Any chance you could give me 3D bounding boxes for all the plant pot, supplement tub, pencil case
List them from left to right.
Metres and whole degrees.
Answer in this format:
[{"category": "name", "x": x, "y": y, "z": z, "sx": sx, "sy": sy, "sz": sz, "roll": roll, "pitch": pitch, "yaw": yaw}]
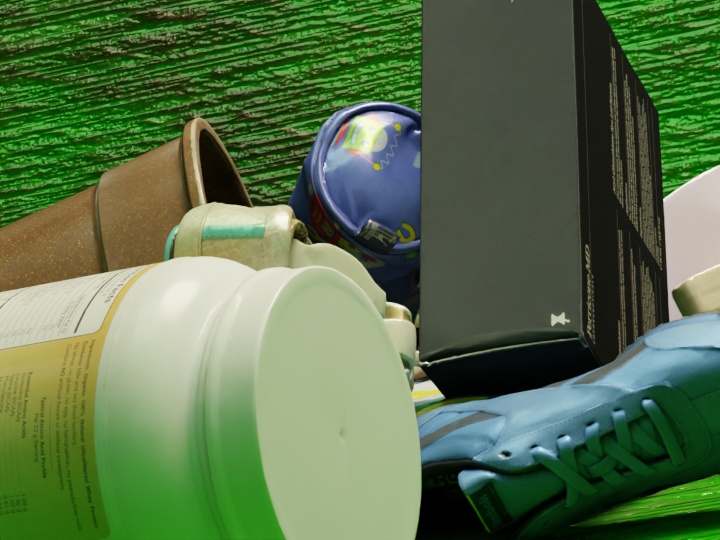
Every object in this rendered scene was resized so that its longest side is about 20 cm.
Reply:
[{"category": "plant pot", "x": -0.130, "y": 0.059, "z": 1.187, "sx": 0.198, "sy": 0.201, "sz": 0.200, "roll": -19, "pitch": 1, "yaw": 5}, {"category": "supplement tub", "x": -0.093, "y": 0.074, "z": 0.976, "sx": 0.200, "sy": 0.145, "sz": 0.145, "roll": -10, "pitch": 3, "yaw": 27}, {"category": "pencil case", "x": 0.000, "y": 0.000, "z": 1.292, "sx": 0.078, "sy": 0.087, "sz": 0.200, "roll": -44, "pitch": -12, "yaw": -28}]

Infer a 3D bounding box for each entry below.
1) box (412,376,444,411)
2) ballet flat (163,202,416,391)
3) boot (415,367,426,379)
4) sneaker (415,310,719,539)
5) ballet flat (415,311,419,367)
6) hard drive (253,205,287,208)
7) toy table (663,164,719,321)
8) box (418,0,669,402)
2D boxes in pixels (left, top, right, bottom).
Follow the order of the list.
[{"category": "box", "x": 0.072, "y": 0.074, "z": 1.423, "sx": 0.200, "sy": 0.049, "sz": 0.117, "roll": -11, "pitch": 2, "yaw": -36}, {"category": "ballet flat", "x": -0.011, "y": 0.029, "z": 1.083, "sx": 0.062, "sy": 0.068, "sz": 0.200, "roll": -10, "pitch": -24, "yaw": 22}, {"category": "boot", "x": 0.061, "y": 0.004, "z": 1.523, "sx": 0.200, "sy": 0.107, "sz": 0.075, "roll": -36, "pitch": -23, "yaw": 23}, {"category": "sneaker", "x": 0.090, "y": 0.075, "z": 1.065, "sx": 0.200, "sy": 0.066, "sz": 0.078, "roll": -19, "pitch": 17, "yaw": 27}, {"category": "ballet flat", "x": 0.072, "y": 0.017, "z": 1.426, "sx": 0.200, "sy": 0.071, "sz": 0.069, "roll": -16, "pitch": -31, "yaw": 30}, {"category": "hard drive", "x": -0.086, "y": -0.003, "z": 1.530, "sx": 0.139, "sy": 0.038, "sz": 0.200, "roll": -4, "pitch": -8, "yaw": -13}, {"category": "toy table", "x": 0.218, "y": -0.005, "z": 1.308, "sx": 0.200, "sy": 0.184, "sz": 0.117, "roll": -36, "pitch": -5, "yaw": -19}, {"category": "box", "x": 0.084, "y": -0.019, "z": 1.195, "sx": 0.079, "sy": 0.200, "sz": 0.141, "roll": -9, "pitch": -33, "yaw": 17}]
